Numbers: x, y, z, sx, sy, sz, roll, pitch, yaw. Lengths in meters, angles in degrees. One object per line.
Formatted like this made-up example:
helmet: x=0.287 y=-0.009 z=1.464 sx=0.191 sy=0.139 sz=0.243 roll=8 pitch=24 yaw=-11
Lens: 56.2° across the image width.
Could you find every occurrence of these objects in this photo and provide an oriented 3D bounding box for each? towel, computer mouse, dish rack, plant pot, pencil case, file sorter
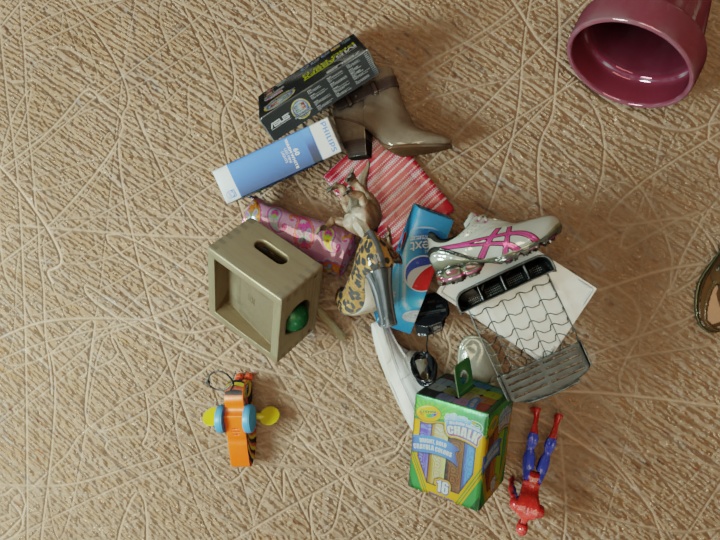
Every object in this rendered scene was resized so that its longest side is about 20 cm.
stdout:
towel: x=0.048 y=-0.133 z=1.159 sx=0.144 sy=0.022 sz=0.201 roll=-40 pitch=86 yaw=6
computer mouse: x=0.114 y=0.112 z=1.089 sx=0.058 sy=0.201 sz=0.034 roll=-9 pitch=129 yaw=20
dish rack: x=0.246 y=0.093 z=0.999 sx=0.152 sy=0.055 sz=0.202 roll=-25 pitch=89 yaw=10
plant pot: x=0.443 y=-0.381 z=1.029 sx=0.199 sy=0.200 sz=0.180 roll=29 pitch=79 yaw=5
pencil case: x=-0.107 y=-0.059 z=1.151 sx=0.198 sy=0.087 sz=0.088 roll=20 pitch=94 yaw=7
file sorter: x=0.244 y=0.028 z=1.086 sx=0.199 sy=0.125 sz=0.140 roll=33 pitch=96 yaw=6

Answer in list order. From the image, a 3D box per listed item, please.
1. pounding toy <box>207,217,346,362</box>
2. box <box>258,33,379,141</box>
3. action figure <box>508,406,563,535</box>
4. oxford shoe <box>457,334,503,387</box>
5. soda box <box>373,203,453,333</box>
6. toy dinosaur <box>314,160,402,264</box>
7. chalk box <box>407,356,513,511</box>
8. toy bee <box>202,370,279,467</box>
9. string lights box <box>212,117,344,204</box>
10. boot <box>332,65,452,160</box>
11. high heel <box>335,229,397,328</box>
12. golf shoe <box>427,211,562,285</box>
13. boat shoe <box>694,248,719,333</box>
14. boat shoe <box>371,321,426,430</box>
pounding toy: x=-0.130 y=0.042 z=1.109 sx=0.199 sy=0.142 sz=0.185 roll=33 pitch=139 yaw=20
box: x=-0.074 y=-0.302 z=1.101 sx=0.199 sy=0.161 sz=0.044 roll=-31 pitch=117 yaw=8
action figure: x=0.286 y=0.339 z=1.126 sx=0.065 sy=0.099 sz=0.202 roll=15 pitch=71 yaw=9
oxford shoe: x=0.208 y=0.208 z=1.130 sx=0.074 sy=0.058 sz=0.203 roll=-9 pitch=89 yaw=9
soda box: x=0.085 y=-0.004 z=1.117 sx=0.064 sy=0.068 sz=0.202 roll=18 pitch=101 yaw=-7
toy dinosaur: x=0.010 y=-0.085 z=1.098 sx=0.135 sy=0.201 sz=0.086 roll=34 pitch=128 yaw=-23
chalk box: x=0.160 y=0.241 z=1.054 sx=0.123 sy=0.124 sz=0.202 roll=12 pitch=104 yaw=30
toy bee: x=-0.203 y=0.234 z=1.170 sx=0.130 sy=0.109 sz=0.202 roll=17 pitch=118 yaw=-2
string lights box: x=-0.127 y=-0.176 z=1.083 sx=0.198 sy=0.103 sz=0.059 roll=-24 pitch=99 yaw=5
boot: x=0.049 y=-0.264 z=1.118 sx=0.197 sy=0.070 sz=0.148 roll=-3 pitch=83 yaw=9
high heel: x=0.000 y=0.000 z=1.056 sx=0.071 sy=0.200 sz=0.144 roll=-15 pitch=103 yaw=-22
golf shoe: x=0.194 y=-0.049 z=0.992 sx=0.198 sy=0.073 sz=0.093 roll=-20 pitch=88 yaw=9
boat shoe: x=0.592 y=0.005 z=1.070 sx=0.071 sy=0.068 sz=0.202 roll=18 pitch=94 yaw=5
boat shoe: x=0.080 y=0.173 z=1.141 sx=0.068 sy=0.072 sz=0.202 roll=-23 pitch=86 yaw=-8
